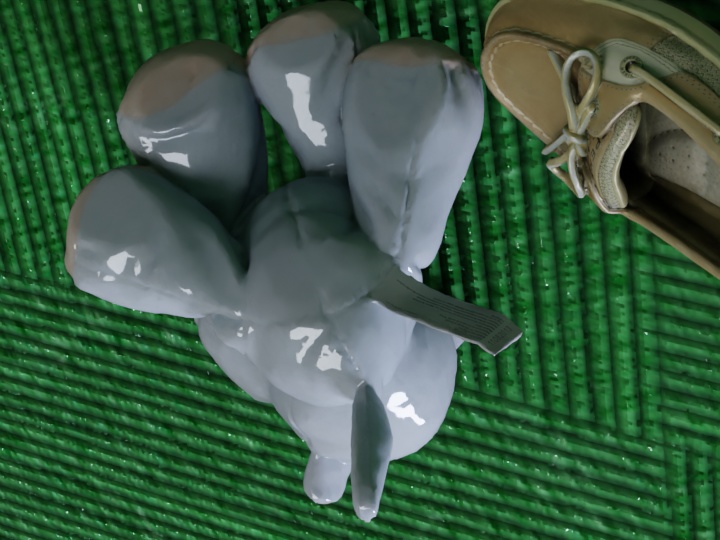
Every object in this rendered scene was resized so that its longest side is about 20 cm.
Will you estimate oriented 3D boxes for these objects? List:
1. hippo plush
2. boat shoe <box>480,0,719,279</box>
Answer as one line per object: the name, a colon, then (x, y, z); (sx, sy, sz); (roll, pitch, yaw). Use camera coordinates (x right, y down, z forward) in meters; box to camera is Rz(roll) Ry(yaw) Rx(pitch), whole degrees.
hippo plush: (0.000, 0.000, 0.921); (0.200, 0.160, 0.161); (36, 172, 26)
boat shoe: (0.114, -0.034, 0.814); (0.200, 0.063, 0.073); (36, 147, 22)
